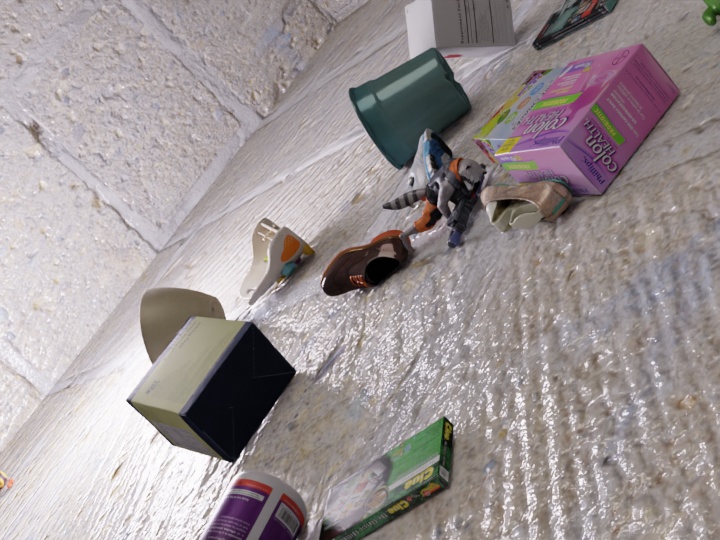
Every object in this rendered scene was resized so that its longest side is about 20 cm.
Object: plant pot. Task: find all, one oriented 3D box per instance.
[{"bbox_3d":[0.110,-0.343,2.088,0.195,0.201,0.201,-31,22,16],"label":"plant pot"}]

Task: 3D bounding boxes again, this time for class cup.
[{"bbox_3d":[-0.370,0.122,2.188,0.142,0.202,0.201,-13,26,10],"label":"cup"}]

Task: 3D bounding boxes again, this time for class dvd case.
[{"bbox_3d":[0.434,-0.514,1.972,0.199,0.022,0.146,-18,33,54],"label":"dvd case"}]

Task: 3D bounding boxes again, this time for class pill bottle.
[{"bbox_3d":[-0.153,0.360,1.271,0.112,0.112,0.201,-26,27,47],"label":"pill bottle"}]

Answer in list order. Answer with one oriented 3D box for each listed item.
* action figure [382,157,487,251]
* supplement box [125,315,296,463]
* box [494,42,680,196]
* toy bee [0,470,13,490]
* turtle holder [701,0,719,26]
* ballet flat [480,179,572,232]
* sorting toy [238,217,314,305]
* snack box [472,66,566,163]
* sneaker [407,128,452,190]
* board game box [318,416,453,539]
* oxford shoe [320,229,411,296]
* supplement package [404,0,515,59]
[{"bbox_3d":[0.129,-0.114,1.673,0.193,0.104,0.201,-39,20,37],"label":"action figure"},{"bbox_3d":[-0.258,0.200,1.748,0.199,0.135,0.201,1,48,48],"label":"supplement box"},{"bbox_3d":[0.321,-0.210,1.453,0.200,0.097,0.176,-51,19,-13],"label":"box"},{"bbox_3d":[-1.003,0.585,2.743,0.201,0.108,0.132,117,171,-46],"label":"toy bee"},{"bbox_3d":[0.532,-0.428,1.430,0.131,0.142,0.186,-29,-20,4],"label":"turtle holder"},{"bbox_3d":[0.225,-0.091,1.469,0.068,0.068,0.200,-59,19,-16],"label":"ballet flat"},{"bbox_3d":[-0.201,-0.008,2.203,0.181,0.107,0.200,-55,19,-3],"label":"sorting toy"},{"bbox_3d":[0.294,-0.252,1.650,0.169,0.068,0.200,-48,20,-8],"label":"snack box"},{"bbox_3d":[0.123,-0.199,1.919,0.087,0.075,0.200,-43,17,26],"label":"sneaker"},{"bbox_3d":[0.030,0.261,1.219,0.200,0.023,0.105,-37,18,28],"label":"board game box"},{"bbox_3d":[0.000,0.000,1.770,0.199,0.071,0.073,-33,27,33],"label":"oxford shoe"},{"bbox_3d":[0.212,-0.524,2.169,0.198,0.121,0.121,-7,2,-25],"label":"supplement package"}]
